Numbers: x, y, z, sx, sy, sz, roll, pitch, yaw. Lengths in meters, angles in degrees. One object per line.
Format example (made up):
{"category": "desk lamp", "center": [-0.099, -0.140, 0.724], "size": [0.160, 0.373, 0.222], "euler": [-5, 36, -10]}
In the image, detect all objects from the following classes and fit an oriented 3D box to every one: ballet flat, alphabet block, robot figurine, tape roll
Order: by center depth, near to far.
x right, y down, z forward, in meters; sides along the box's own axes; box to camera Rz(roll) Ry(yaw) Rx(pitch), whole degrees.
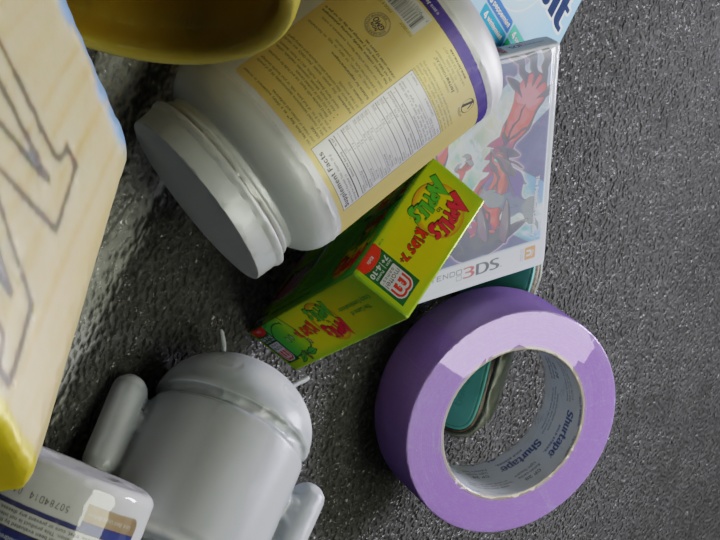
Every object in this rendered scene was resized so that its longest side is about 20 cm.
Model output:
{"category": "alphabet block", "center": [-0.229, -0.039, 0.688], "size": [0.197, 0.195, 0.200], "euler": [70, 20, -44]}
{"category": "robot figurine", "center": [-0.103, 0.137, 1.101], "size": [0.170, 0.113, 0.200], "euler": [36, 60, -20]}
{"category": "tape roll", "center": [0.115, 0.118, 1.403], "size": [0.200, 0.066, 0.200], "euler": [-9, 113, -22]}
{"category": "ballet flat", "center": [0.112, 0.050, 1.460], "size": [0.064, 0.067, 0.200], "euler": [-7, 117, -71]}

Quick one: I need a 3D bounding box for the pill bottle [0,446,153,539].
{"category": "pill bottle", "center": [-0.210, 0.207, 0.985], "size": [0.111, 0.111, 0.200], "euler": [33, 78, -58]}

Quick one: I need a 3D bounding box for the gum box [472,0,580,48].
{"category": "gum box", "center": [0.128, -0.248, 1.336], "size": [0.200, 0.044, 0.170], "euler": [-63, 147, -14]}

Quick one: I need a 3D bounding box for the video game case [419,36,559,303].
{"category": "video game case", "center": [0.076, -0.073, 1.309], "size": [0.182, 0.023, 0.200], "euler": [-17, 123, -29]}

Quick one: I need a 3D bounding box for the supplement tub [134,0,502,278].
{"category": "supplement tub", "center": [-0.026, -0.104, 1.040], "size": [0.200, 0.145, 0.145], "euler": [-39, 140, -12]}

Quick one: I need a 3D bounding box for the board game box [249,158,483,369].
{"category": "board game box", "center": [0.000, 0.000, 1.142], "size": [0.048, 0.200, 0.102], "euler": [38, 66, -10]}

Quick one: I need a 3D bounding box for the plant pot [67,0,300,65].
{"category": "plant pot", "center": [-0.107, -0.236, 0.851], "size": [0.201, 0.200, 0.189], "euler": [47, 52, -55]}
